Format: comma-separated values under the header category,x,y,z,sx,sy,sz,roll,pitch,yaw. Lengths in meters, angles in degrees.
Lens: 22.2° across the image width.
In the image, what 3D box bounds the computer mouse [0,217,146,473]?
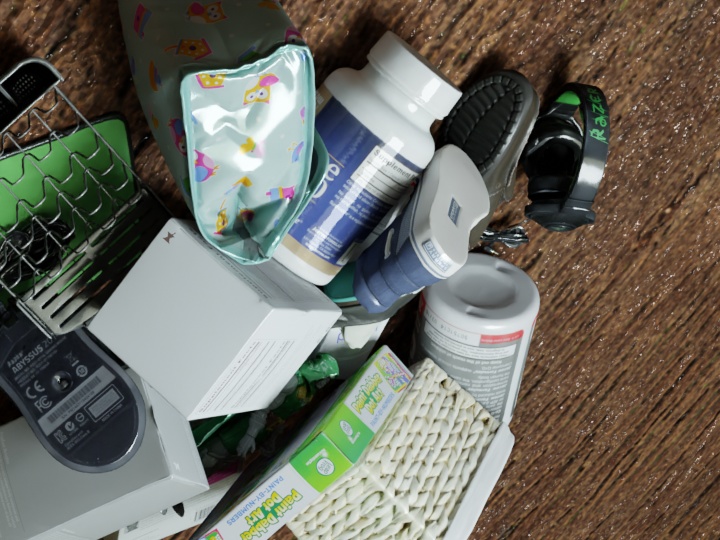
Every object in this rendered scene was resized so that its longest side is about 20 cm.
category,x,y,z,sx,sy,sz,roll,pitch,yaw
computer mouse,-0.242,0.070,1.459,0.138,0.201,0.053,-35,179,-7

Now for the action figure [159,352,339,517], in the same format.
category,x,y,z,sx,sy,sz,roll,pitch,yaw
action figure,-0.099,0.138,1.601,0.200,0.055,0.118,-40,164,8

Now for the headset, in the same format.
category,x,y,z,sx,sy,sz,roll,pitch,yaw
headset,0.167,-0.087,1.686,0.093,0.124,0.201,8,142,-13

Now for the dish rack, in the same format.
category,x,y,z,sx,sy,sz,roll,pitch,yaw
dish rack,-0.238,-0.048,1.384,0.153,0.055,0.200,-41,114,-1

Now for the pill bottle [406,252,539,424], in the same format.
category,x,y,z,sx,sy,sz,roll,pitch,yaw
pill bottle,0.101,0.094,1.781,0.113,0.114,0.201,-14,133,-29

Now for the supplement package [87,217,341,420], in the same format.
category,x,y,z,sx,sy,sz,roll,pitch,yaw
supplement package,-0.111,0.038,1.454,0.110,0.114,0.200,-51,167,8

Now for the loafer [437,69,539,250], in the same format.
category,x,y,z,sx,sy,sz,roll,pitch,yaw
loafer,0.109,-0.096,1.664,0.071,0.073,0.201,-6,135,-45

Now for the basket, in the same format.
category,x,y,z,sx,sy,sz,roll,pitch,yaw
basket,0.035,0.194,1.682,0.135,0.123,0.200,-40,-172,36

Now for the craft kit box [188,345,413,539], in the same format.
category,x,y,z,sx,sy,sz,roll,pitch,yaw
craft kit box,-0.056,0.171,1.610,0.198,0.049,0.200,-45,-178,25

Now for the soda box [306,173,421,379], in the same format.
category,x,y,z,sx,sy,sz,roll,pitch,yaw
soda box,0.000,0.000,1.655,0.063,0.068,0.201,8,120,-42

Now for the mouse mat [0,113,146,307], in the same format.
category,x,y,z,sx,sy,sz,roll,pitch,yaw
mouse mat,-0.266,-0.032,1.462,0.199,0.008,0.162,-23,136,-22

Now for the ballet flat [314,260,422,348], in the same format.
category,x,y,z,sx,sy,sz,roll,pitch,yaw
ballet flat,-0.033,0.034,1.590,0.198,0.068,0.069,-8,124,7

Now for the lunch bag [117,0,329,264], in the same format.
category,x,y,z,sx,sy,sz,roll,pitch,yaw
lunch bag,-0.104,-0.125,1.383,0.121,0.171,0.201,-18,135,-15

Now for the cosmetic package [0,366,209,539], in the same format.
category,x,y,z,sx,sy,sz,roll,pitch,yaw
cosmetic package,-0.237,0.167,1.525,0.198,0.108,0.090,-22,160,10

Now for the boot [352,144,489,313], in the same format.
category,x,y,z,sx,sy,sz,roll,pitch,yaw
boot,0.047,-0.038,1.543,0.090,0.200,0.073,-32,102,24

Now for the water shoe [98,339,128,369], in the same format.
category,x,y,z,sx,sy,sz,roll,pitch,yaw
water shoe,-0.199,0.071,1.575,0.199,0.072,0.079,1,155,-44

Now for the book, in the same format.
category,x,y,z,sx,sy,sz,roll,pitch,yaw
book,-0.165,0.174,1.674,0.133,0.048,0.201,-18,144,-27

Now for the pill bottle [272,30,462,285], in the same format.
category,x,y,z,sx,sy,sz,roll,pitch,yaw
pill bottle,-0.009,-0.096,1.529,0.200,0.111,0.111,-50,139,9
